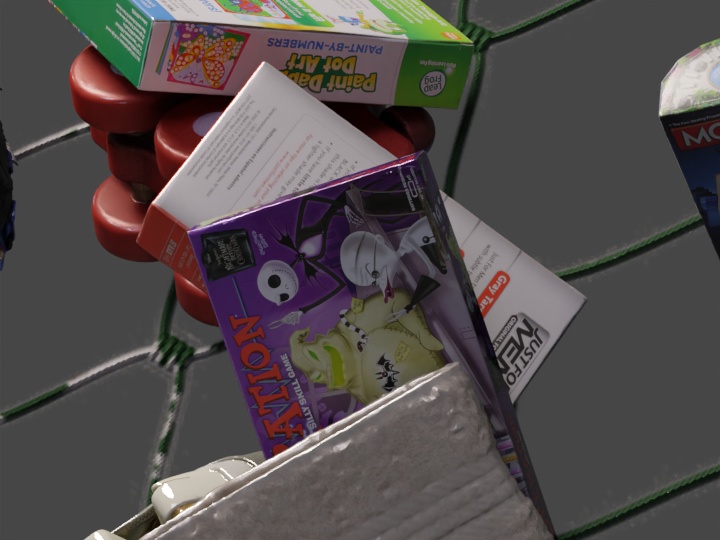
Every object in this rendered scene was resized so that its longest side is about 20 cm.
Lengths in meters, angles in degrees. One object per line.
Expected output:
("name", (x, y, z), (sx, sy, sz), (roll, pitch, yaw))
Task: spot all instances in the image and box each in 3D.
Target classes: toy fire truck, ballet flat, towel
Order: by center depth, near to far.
("towel", (-0.010, 0.146, 1.339), (0.199, 0.133, 0.034), (-29, 6, 0))
("ballet flat", (-0.099, 0.140, 1.424), (0.200, 0.064, 0.067), (-35, 45, -7))
("toy fire truck", (-0.053, -0.069, 1.567), (0.167, 0.113, 0.200), (-28, 42, -26))

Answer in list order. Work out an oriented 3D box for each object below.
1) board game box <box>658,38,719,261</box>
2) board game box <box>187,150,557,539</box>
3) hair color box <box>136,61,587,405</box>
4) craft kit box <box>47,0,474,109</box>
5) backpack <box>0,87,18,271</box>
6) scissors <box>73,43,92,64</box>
("board game box", (0.247, -0.082, 1.351), (0.199, 0.200, 0.062), (-11, 48, 17))
("board game box", (0.006, 0.056, 1.367), (0.119, 0.201, 0.032), (-17, 8, 18))
("hair color box", (0.000, 0.000, 1.424), (0.200, 0.061, 0.102), (37, 67, 2))
("craft kit box", (-0.069, -0.149, 1.581), (0.196, 0.049, 0.200), (-1, 26, -29))
("backpack", (-0.292, -0.084, 1.667), (0.182, 0.135, 0.201), (-21, 46, 8))
("scissors", (-0.094, -0.166, 1.731), (0.073, 0.014, 0.200), (26, 65, 43))
